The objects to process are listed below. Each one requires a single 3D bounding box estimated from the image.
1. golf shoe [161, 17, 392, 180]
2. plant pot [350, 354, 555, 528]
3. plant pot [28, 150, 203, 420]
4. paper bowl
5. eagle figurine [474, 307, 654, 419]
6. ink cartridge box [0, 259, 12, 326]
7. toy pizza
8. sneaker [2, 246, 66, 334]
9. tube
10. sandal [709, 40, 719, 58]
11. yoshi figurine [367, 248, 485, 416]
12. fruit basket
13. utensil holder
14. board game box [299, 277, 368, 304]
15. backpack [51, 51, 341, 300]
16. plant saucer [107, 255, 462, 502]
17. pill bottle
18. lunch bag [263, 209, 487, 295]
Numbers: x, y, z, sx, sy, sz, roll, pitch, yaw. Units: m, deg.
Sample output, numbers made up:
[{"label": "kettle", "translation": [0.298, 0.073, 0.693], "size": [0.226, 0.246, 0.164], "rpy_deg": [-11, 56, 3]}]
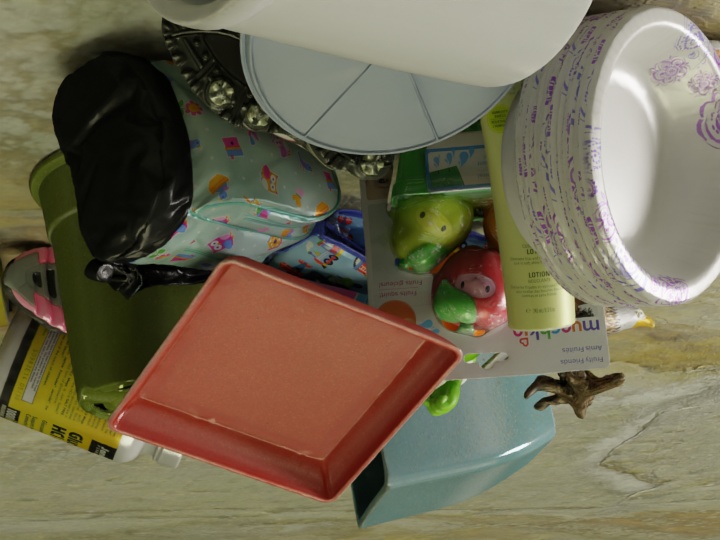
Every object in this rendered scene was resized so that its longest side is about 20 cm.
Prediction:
[{"label": "golf shoe", "translation": [-0.062, -0.126, 1.125], "size": [0.199, 0.078, 0.088], "rpy_deg": [33, 178, -31]}, {"label": "plant pot", "translation": [0.091, 0.142, 1.722], "size": [0.198, 0.198, 0.196], "rpy_deg": [-6, 160, -11]}, {"label": "plant pot", "translation": [-0.167, 0.018, 1.328], "size": [0.198, 0.192, 0.200], "rpy_deg": [-4, 160, -1]}, {"label": "paper bowl", "translation": [0.173, -0.076, 1.132], "size": [0.104, 0.203, 0.200], "rpy_deg": [-2, 166, 43]}, {"label": "eagle figurine", "translation": [0.183, 0.019, 1.394], "size": [0.151, 0.202, 0.150], "rpy_deg": [-15, 156, 38]}, {"label": "ink cartridge box", "translation": [-0.423, 0.023, 1.502], "size": [0.196, 0.047, 0.200], "rpy_deg": [-2, 157, -8]}, {"label": "toy pizza", "translation": [0.020, -0.157, 1.055], "size": [0.198, 0.032, 0.201], "rpy_deg": [-7, 135, -7]}, {"label": "sneaker", "translation": [-0.260, 0.031, 1.528], "size": [0.095, 0.080, 0.199], "rpy_deg": [-7, 161, 41]}, {"label": "tube", "translation": [0.124, -0.058, 1.202], "size": [0.058, 0.202, 0.052], "rpy_deg": [-10, -171, -38]}, {"label": "sandal", "translation": [0.239, -0.106, 1.262], "size": [0.078, 0.060, 0.207], "rpy_deg": [-4, 159, 0]}, {"label": "yoshi figurine", "translation": [0.050, 0.064, 1.393], "size": [0.111, 0.113, 0.200], "rpy_deg": [20, 155, 5]}, {"label": "fruit basket", "translation": [0.093, -0.017, 1.270], "size": [0.183, 0.202, 0.094], "rpy_deg": [-4, 159, 1]}, {"label": "utensil holder", "translation": [0.006, -0.190, 0.848], "size": [0.199, 0.172, 0.169], "rpy_deg": [9, 156, -38]}, {"label": "board game box", "translation": [-0.078, 0.052, 1.506], "size": [0.198, 0.041, 0.153], "rpy_deg": [14, 153, 19]}, {"label": "backpack", "translation": [-0.111, -0.066, 1.177], "size": [0.126, 0.168, 0.199], "rpy_deg": [-24, 158, 32]}, {"label": "plant saucer", "translation": [-0.058, 0.077, 1.213], "size": [0.198, 0.037, 0.200], "rpy_deg": [22, 128, -22]}, {"label": "pill bottle", "translation": [-0.257, 0.118, 1.600], "size": [0.199, 0.113, 0.113], "rpy_deg": [22, 155, -5]}, {"label": "lunch bag", "translation": [0.000, 0.000, 1.487], "size": [0.199, 0.095, 0.150], "rpy_deg": [20, 154, -24]}]
